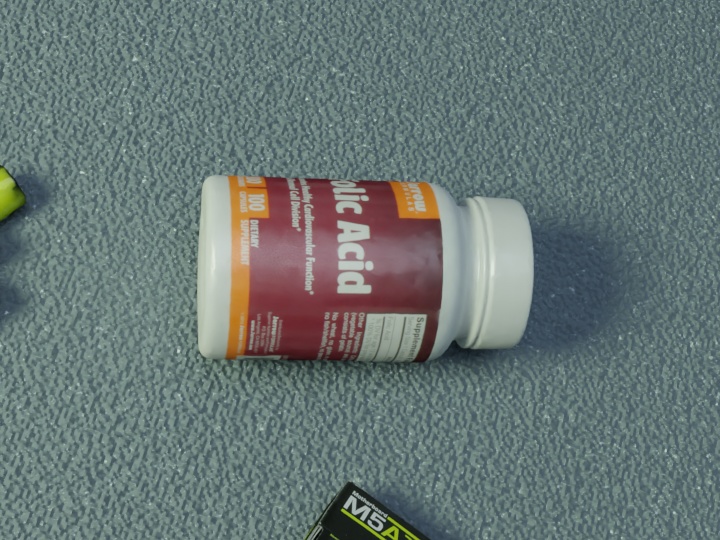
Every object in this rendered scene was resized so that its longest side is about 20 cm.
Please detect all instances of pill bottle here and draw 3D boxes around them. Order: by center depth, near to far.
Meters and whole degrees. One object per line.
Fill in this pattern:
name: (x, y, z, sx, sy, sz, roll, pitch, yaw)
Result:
pill bottle: (0.000, 0.000, 0.792, 0.199, 0.114, 0.115, 1, 70, -10)

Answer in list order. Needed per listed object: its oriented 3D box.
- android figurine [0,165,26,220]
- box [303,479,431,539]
android figurine: (-0.315, -0.021, 0.784, 0.200, 0.041, 0.182, -37, 80, -22)
box: (0.025, 0.242, 0.703, 0.200, 0.048, 0.193, 35, 38, 3)
